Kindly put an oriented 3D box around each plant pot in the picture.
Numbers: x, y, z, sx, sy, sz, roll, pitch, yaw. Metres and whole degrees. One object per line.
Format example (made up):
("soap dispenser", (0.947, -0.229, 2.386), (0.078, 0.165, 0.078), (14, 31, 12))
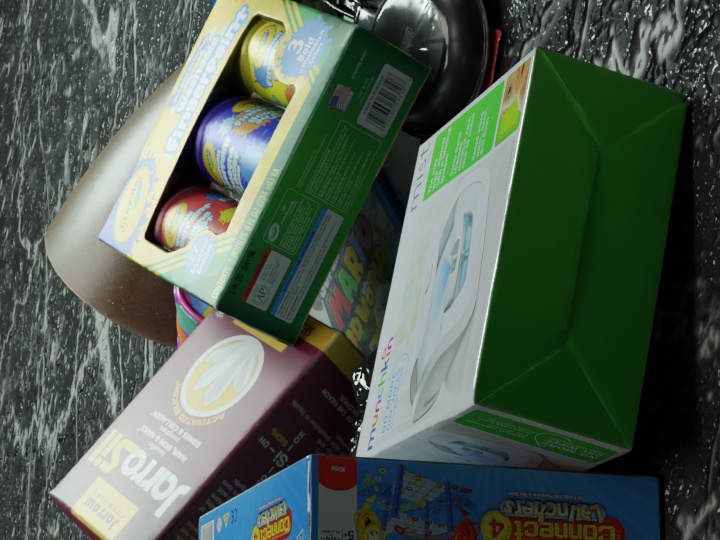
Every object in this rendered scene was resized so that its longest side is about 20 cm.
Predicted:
("plant pot", (-0.125, -0.071, 1.847), (0.201, 0.186, 0.187), (-60, 28, 25))

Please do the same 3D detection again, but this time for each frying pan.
("frying pan", (0.025, -0.171, 1.546), (0.115, 0.031, 0.190), (-57, 48, 33))

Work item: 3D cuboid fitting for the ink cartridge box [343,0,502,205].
("ink cartridge box", (0.028, -0.094, 1.578), (0.200, 0.050, 0.162), (-148, 66, -71))

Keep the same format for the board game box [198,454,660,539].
("board game box", (0.032, 0.150, 1.266), (0.200, 0.195, 0.056), (143, 130, -65))

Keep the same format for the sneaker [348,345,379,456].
("sneaker", (0.023, 0.097, 1.432), (0.200, 0.060, 0.104), (-48, 41, 12))

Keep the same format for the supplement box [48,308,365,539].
("supplement box", (-0.084, 0.122, 1.532), (0.200, 0.103, 0.131), (-49, 37, -10))

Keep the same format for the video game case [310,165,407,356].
("video game case", (0.000, 0.000, 1.578), (0.201, 0.018, 0.143), (61, 145, 28))

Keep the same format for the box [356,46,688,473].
("box", (0.086, 0.009, 1.263), (0.176, 0.096, 0.201), (146, 139, -65))

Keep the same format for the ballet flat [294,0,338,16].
("ballet flat", (-0.040, -0.146, 1.759), (0.073, 0.073, 0.201), (118, 157, -47))

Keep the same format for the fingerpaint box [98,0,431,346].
("fingerpaint box", (-0.067, -0.075, 1.527), (0.167, 0.073, 0.201), (28, 91, 53))

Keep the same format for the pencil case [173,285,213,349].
("pencil case", (-0.089, 0.068, 1.716), (0.200, 0.088, 0.089), (86, 176, -52))

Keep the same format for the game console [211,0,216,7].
("game console", (-0.053, -0.272, 1.798), (0.201, 0.170, 0.119), (-106, -7, -46))
